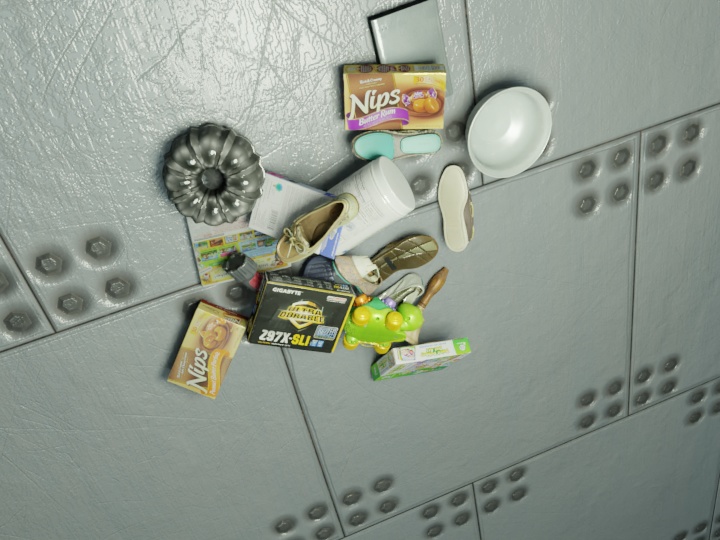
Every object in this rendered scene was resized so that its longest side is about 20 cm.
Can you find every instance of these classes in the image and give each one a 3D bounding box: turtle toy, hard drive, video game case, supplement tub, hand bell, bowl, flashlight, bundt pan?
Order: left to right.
[{"bbox_3d":[-0.283,-0.174,1.274,0.201,0.076,0.203,-2,111,-6],"label":"bundt pan"},{"bbox_3d":[-0.255,-0.067,1.410,0.199,0.023,0.183,-14,122,-14],"label":"video game case"},{"bbox_3d":[-0.206,0.031,1.438,0.068,0.068,0.200,-53,137,-10],"label":"flashlight"},{"bbox_3d":[-0.002,-0.130,1.372,0.200,0.132,0.132,-30,127,23],"label":"supplement tub"},{"bbox_3d":[0.047,0.113,1.515,0.199,0.101,0.146,8,143,-11],"label":"turtle toy"},{"bbox_3d":[0.103,-0.426,1.335,0.139,0.033,0.201,-23,124,-8],"label":"hard drive"},{"bbox_3d":[0.155,0.078,1.630,0.104,0.104,0.200,35,89,-33],"label":"hand bell"},{"bbox_3d":[0.305,-0.310,1.445,0.200,0.090,0.202,-10,121,-16],"label":"bowl"}]

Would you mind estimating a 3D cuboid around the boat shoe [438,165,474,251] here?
[{"bbox_3d":[0.225,-0.147,1.527,0.059,0.072,0.201,-34,122,-51],"label":"boat shoe"}]

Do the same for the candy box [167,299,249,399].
[{"bbox_3d":[-0.339,0.176,1.479,0.115,0.055,0.201,24,110,-8],"label":"candy box"}]

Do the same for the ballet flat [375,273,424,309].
[{"bbox_3d":[0.071,0.084,1.598,0.200,0.069,0.069,-39,125,4],"label":"ballet flat"}]

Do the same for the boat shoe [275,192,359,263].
[{"bbox_3d":[-0.093,-0.081,1.270,0.200,0.063,0.073,-38,85,22],"label":"boat shoe"}]

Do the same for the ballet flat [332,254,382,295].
[{"bbox_3d":[0.000,0.000,1.456,0.067,0.068,0.200,-28,160,9],"label":"ballet flat"}]

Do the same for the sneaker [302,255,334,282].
[{"bbox_3d":[-0.088,0.056,1.519,0.074,0.082,0.201,-3,112,5],"label":"sneaker"}]

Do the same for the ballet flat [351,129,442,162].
[{"bbox_3d":[0.070,-0.264,1.390,0.199,0.075,0.068,-7,109,-14],"label":"ballet flat"}]

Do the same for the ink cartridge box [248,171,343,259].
[{"bbox_3d":[-0.120,-0.111,1.329,0.199,0.042,0.120,22,106,17],"label":"ink cartridge box"}]

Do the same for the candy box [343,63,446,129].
[{"bbox_3d":[0.066,-0.343,1.315,0.199,0.057,0.117,-1,125,0],"label":"candy box"}]

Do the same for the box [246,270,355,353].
[{"bbox_3d":[-0.131,0.093,1.433,0.199,0.049,0.160,10,120,-23],"label":"box"}]

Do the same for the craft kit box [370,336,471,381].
[{"bbox_3d":[0.145,0.221,1.649,0.197,0.049,0.200,-4,161,-16],"label":"craft kit box"}]

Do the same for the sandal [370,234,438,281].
[{"bbox_3d":[0.083,-0.032,1.548,0.199,0.054,0.080,-26,120,13],"label":"sandal"}]
